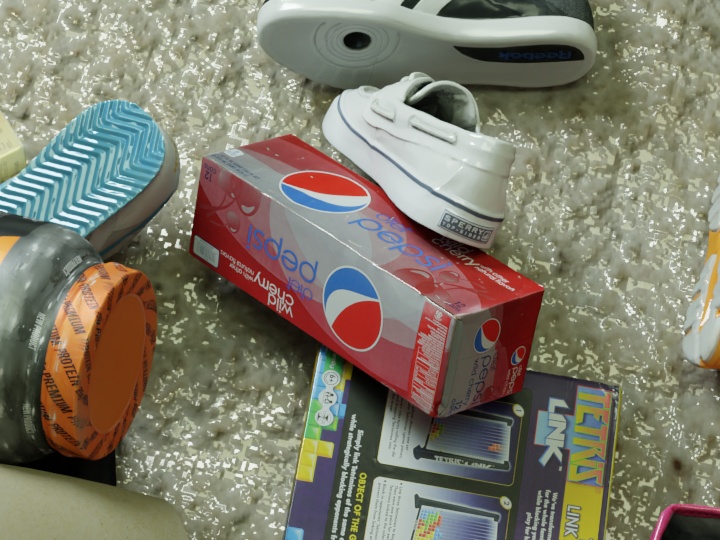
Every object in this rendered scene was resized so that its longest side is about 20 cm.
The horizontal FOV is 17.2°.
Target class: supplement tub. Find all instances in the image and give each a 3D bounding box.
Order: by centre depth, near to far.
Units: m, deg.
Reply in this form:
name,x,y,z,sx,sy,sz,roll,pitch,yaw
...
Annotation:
name,x,y,z,sx,sy,sz,roll,pitch,yaw
supplement tub,-0.211,0.025,1.192,0.199,0.123,0.123,13,61,15

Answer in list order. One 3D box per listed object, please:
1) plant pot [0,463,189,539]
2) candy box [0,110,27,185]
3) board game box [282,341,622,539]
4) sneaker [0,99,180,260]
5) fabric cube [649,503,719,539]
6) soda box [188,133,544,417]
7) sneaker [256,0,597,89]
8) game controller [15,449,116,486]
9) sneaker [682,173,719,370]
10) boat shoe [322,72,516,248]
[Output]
name,x,y,z,sx,sy,sz,roll,pitch,yaw
plant pot,-0.185,0.166,1.151,0.199,0.187,0.188,-6,61,-23
candy box,-0.298,-0.055,1.320,0.200,0.055,0.116,-28,67,-17
board game box,0.042,0.143,1.233,0.165,0.057,0.201,11,61,0
sneaker,-0.183,-0.013,1.296,0.200,0.081,0.077,-31,77,3
fabric cube,0.207,0.247,1.105,0.199,0.200,0.197,10,62,2
soda box,0.000,0.000,1.258,0.070,0.064,0.200,-16,38,-42
sneaker,0.036,-0.167,1.401,0.199,0.073,0.112,4,57,-11
game controller,-0.230,0.096,1.258,0.199,0.042,0.105,-3,76,-5
sneaker,0.239,-0.021,1.333,0.077,0.078,0.201,23,65,-6
boat shoe,0.038,-0.073,1.292,0.073,0.066,0.200,18,13,-27
